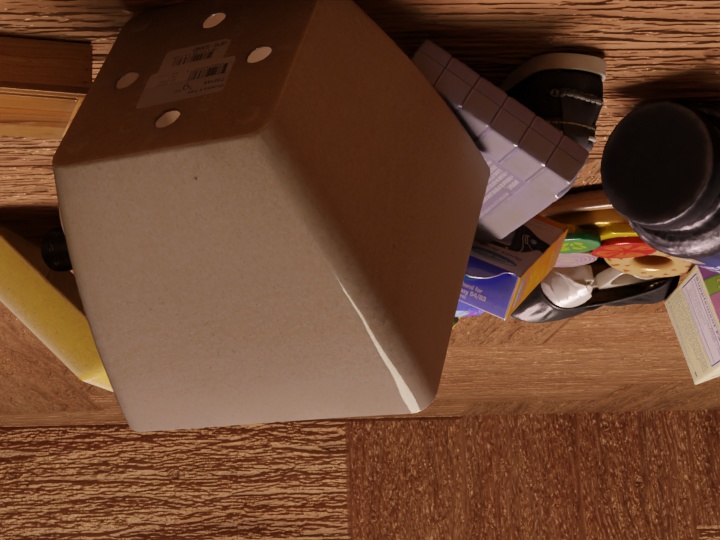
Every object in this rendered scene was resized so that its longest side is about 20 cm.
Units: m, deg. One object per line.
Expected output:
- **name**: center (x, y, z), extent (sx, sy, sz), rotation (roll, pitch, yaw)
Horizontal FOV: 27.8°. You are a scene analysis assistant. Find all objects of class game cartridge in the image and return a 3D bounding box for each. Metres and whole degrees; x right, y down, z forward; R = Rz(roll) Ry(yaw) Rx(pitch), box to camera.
- **game cartridge**: center (0.068, -0.079, 0.968), extent (0.129, 0.039, 0.200), rotation (30, 166, -5)

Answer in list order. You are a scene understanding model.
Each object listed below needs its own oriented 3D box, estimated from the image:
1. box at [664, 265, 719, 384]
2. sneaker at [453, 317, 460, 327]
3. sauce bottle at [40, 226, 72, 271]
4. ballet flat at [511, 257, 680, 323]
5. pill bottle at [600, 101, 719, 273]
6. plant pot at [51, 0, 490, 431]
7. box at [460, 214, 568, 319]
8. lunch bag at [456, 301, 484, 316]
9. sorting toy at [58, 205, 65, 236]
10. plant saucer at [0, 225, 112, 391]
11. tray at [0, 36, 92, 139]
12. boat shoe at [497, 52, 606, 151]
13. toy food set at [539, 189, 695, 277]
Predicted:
- **box**: center (0.409, 0.028, 1.433), extent (0.174, 0.098, 0.200), rotation (-19, 169, 0)
- **sneaker**: center (0.031, 0.055, 1.275), extent (0.084, 0.075, 0.200), rotation (-7, -153, 29)
- **sauce bottle**: center (-0.204, -0.025, 1.276), extent (0.198, 0.067, 0.066), rotation (-1, 172, 42)
- **ballet flat**: center (0.243, 0.006, 1.513), extent (0.198, 0.069, 0.068), rotation (-9, 161, -15)
- **pill bottle**: center (0.257, -0.059, 1.059), extent (0.111, 0.113, 0.199), rotation (-10, 166, 36)
- **plant pot**: center (-0.059, -0.048, 0.828), extent (0.197, 0.201, 0.178), rotation (-6, 132, 24)
- **box**: center (0.081, -0.019, 1.117), extent (0.118, 0.042, 0.200), rotation (23, -159, 14)
- **lunch bag**: center (0.000, 0.000, 1.160), extent (0.149, 0.095, 0.199), rotation (7, -166, -37)
- **sorting toy**: center (-0.137, -0.001, 1.111), extent (0.106, 0.183, 0.199), rotation (9, 165, -41)
- **plant saucer**: center (-0.267, 0.047, 1.348), extent (0.200, 0.049, 0.200), rotation (41, 177, 14)
- **tray**: center (-0.272, -0.115, 0.901), extent (0.197, 0.038, 0.099), rotation (1, 168, -19)
- **boat shoe**: center (0.113, -0.089, 1.010), extent (0.071, 0.069, 0.200), rotation (-1, 170, -13)
- **toy food set**: center (0.233, -0.032, 1.343), extent (0.195, 0.049, 0.200), rotation (-1, 169, -1)
